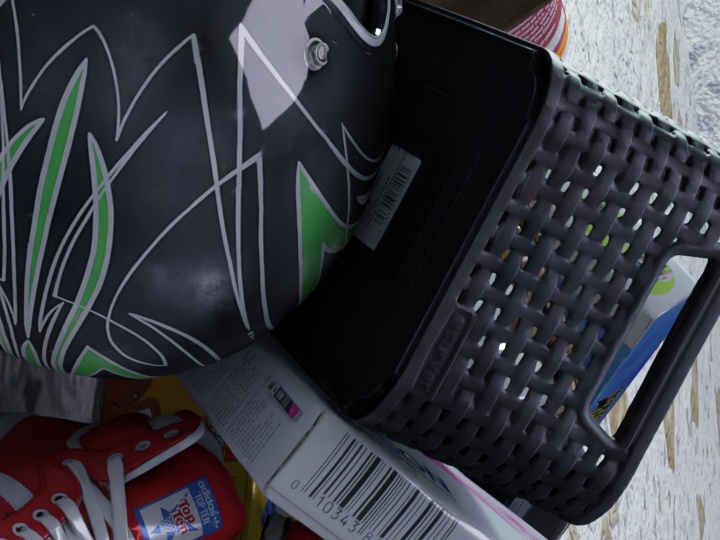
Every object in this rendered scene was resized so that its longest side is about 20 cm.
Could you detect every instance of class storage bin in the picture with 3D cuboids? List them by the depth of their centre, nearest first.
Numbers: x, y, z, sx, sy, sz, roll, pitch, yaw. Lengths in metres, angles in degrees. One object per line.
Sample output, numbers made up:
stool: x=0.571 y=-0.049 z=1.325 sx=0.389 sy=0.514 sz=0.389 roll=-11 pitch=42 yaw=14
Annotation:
storage bin: x=0.044 y=-0.010 z=0.783 sx=0.135 sy=0.094 sz=0.200 roll=-62 pitch=-161 yaw=5

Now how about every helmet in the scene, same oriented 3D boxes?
helmet: x=-0.080 y=-0.059 z=0.741 sx=0.191 sy=0.200 sz=0.200 roll=-72 pitch=154 yaw=-56

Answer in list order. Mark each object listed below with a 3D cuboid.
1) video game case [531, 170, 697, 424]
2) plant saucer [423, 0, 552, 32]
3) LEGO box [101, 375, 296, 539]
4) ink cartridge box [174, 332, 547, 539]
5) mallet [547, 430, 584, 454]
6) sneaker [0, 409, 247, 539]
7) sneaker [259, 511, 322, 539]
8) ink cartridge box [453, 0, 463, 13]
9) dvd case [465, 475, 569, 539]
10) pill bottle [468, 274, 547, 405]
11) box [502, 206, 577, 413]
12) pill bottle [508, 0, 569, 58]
video game case: x=0.072 y=0.009 z=1.189 sx=0.045 sy=0.181 sz=0.200 roll=-28 pitch=159 yaw=-36
plant saucer: x=0.046 y=-0.151 z=1.074 sx=0.030 sy=0.200 sz=0.200 roll=61 pitch=9 yaw=15
LEGO box: x=-0.064 y=0.161 z=0.968 sx=0.149 sy=0.077 sz=0.200 roll=59 pitch=32 yaw=-61
ink cartridge box: x=0.016 y=0.087 z=0.844 sx=0.196 sy=0.043 sz=0.200 roll=38 pitch=3 yaw=-25
mallet: x=0.072 y=0.019 z=1.130 sx=0.066 sy=0.041 sz=0.200 roll=176 pitch=-101 yaw=-79
sneaker: x=-0.107 y=0.104 z=0.751 sx=0.200 sy=0.112 sz=0.071 roll=-63 pitch=147 yaw=-61
sneaker: x=0.002 y=0.174 z=0.898 sx=0.077 sy=0.085 sz=0.200 roll=-76 pitch=157 yaw=-48
ink cartridge box: x=0.020 y=-0.177 z=1.244 sx=0.200 sy=0.084 sz=0.145 roll=85 pitch=4 yaw=-56
dvd case: x=0.029 y=0.160 z=1.077 sx=0.150 sy=0.025 sz=0.200 roll=-55 pitch=-169 yaw=-3
pill bottle: x=0.000 y=0.000 z=1.016 sx=0.200 sy=0.114 sz=0.114 roll=59 pitch=8 yaw=16
box: x=0.028 y=0.023 z=1.114 sx=0.021 sy=0.200 sz=0.164 roll=-3 pitch=69 yaw=-34
pill bottle: x=0.072 y=-0.206 z=1.476 sx=0.200 sy=0.113 sz=0.113 roll=64 pitch=27 yaw=-56
